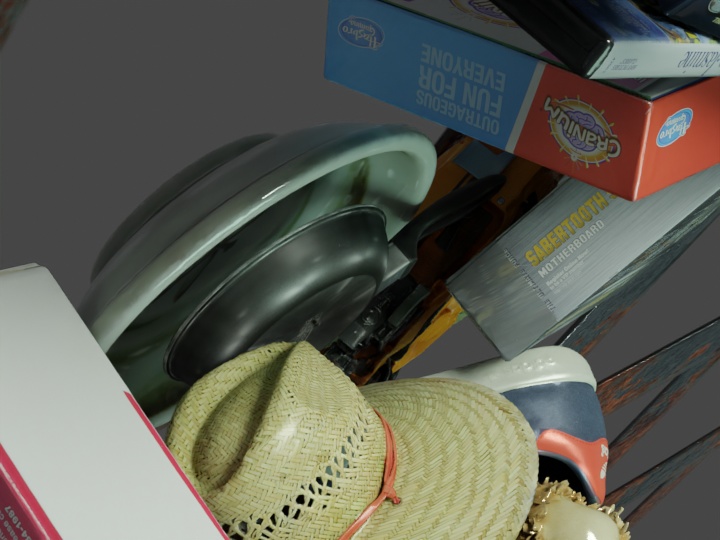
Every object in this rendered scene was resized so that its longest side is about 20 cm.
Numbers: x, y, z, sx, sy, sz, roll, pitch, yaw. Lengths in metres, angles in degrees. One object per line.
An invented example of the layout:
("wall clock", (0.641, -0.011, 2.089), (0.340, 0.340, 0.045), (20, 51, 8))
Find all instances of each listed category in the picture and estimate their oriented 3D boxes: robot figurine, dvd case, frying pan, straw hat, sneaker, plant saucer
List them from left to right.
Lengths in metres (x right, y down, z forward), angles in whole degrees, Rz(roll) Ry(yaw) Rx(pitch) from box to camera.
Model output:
("plant saucer", (-0.059, -0.006, 0.998), (0.200, 0.050, 0.200), (-37, 166, -11))
("straw hat", (-0.033, 0.079, 0.940), (0.200, 0.085, 0.201), (-22, -150, 13))
("frying pan", (-0.011, 0.011, 1.019), (0.115, 0.031, 0.190), (-47, 160, 28))
("sneaker", (0.018, 0.100, 1.073), (0.199, 0.085, 0.075), (-16, 157, 4))
("robot figurine", (0.023, 0.005, 1.149), (0.200, 0.058, 0.145), (-48, 169, -7))
("dvd case", (0.066, -0.114, 0.792), (0.018, 0.143, 0.200), (-55, 161, 21))

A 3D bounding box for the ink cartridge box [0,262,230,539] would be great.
("ink cartridge box", (-0.162, 0.118, 0.925), (0.084, 0.145, 0.200), (-14, 152, -50))

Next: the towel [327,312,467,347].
("towel", (0.003, 0.028, 1.278), (0.200, 0.037, 0.148), (-35, 166, -18))

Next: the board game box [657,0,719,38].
("board game box", (0.137, -0.134, 0.825), (0.035, 0.136, 0.200), (-33, 157, 26))

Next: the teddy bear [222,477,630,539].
("teddy bear", (0.020, 0.132, 0.968), (0.199, 0.067, 0.145), (-13, -150, 27))

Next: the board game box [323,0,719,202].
("board game box", (0.106, -0.095, 0.937), (0.200, 0.153, 0.040), (-23, 128, -45))

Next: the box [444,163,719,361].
("box", (0.138, -0.039, 1.098), (0.158, 0.048, 0.200), (-41, 173, 21))
